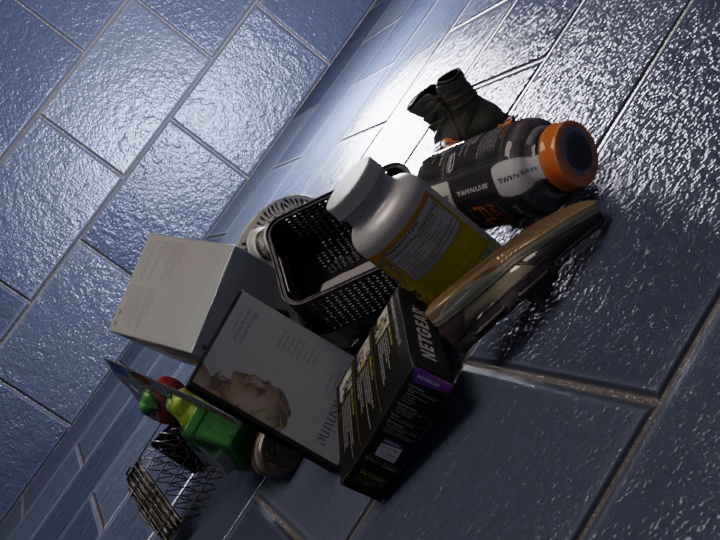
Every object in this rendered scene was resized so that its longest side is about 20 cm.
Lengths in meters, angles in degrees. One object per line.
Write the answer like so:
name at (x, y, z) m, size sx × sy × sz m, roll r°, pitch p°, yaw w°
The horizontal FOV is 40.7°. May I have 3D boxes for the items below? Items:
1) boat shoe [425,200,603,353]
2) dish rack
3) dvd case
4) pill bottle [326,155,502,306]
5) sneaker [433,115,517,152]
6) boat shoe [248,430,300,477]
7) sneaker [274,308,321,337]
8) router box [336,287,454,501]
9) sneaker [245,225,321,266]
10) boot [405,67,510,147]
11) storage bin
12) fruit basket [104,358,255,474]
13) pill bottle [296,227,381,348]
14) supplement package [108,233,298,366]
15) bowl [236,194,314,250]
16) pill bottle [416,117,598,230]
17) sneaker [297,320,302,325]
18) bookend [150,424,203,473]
boat shoe at (0.158, 0.005, 0.945) m, size 0.200 × 0.065 × 0.072 m, roll -35°, pitch 5°, yaw -6°
dish rack at (-0.263, 0.290, 1.431) m, size 0.153 × 0.055 × 0.200 m, roll 44°, pitch 108°, yaw 35°
dvd case at (-0.085, 0.127, 1.124) m, size 0.018 × 0.200 × 0.143 m, roll -48°, pitch 13°, yaw 52°
pill bottle at (0.062, -0.034, 1.047) m, size 0.104 × 0.200 × 0.104 m, roll -47°, pitch 16°, yaw 18°
sneaker at (0.168, -0.151, 1.258) m, size 0.112 × 0.078 × 0.200 m, roll -46°, pitch 27°, yaw 9°
boat shoe at (-0.096, 0.181, 1.276) m, size 0.072 × 0.076 × 0.200 m, roll -35°, pitch 22°, yaw 53°
sneaker at (-0.076, 0.123, 1.185) m, size 0.201 × 0.071 × 0.098 m, roll 51°, pitch 133°, yaw 37°
router box at (0.030, 0.123, 1.023) m, size 0.149 × 0.051 × 0.200 m, roll -60°, pitch 13°, yaw 18°
sneaker at (-0.055, -0.055, 1.363) m, size 0.115 × 0.076 × 0.200 m, roll -18°, pitch 1°, yaw 39°
boot at (0.114, -0.201, 1.391) m, size 0.200 × 0.131 × 0.068 m, roll -39°, pitch 20°, yaw 42°
storage bin at (-0.002, -0.026, 1.207) m, size 0.200 × 0.094 × 0.135 m, roll -25°, pitch 57°, yaw 9°
fruit basket at (-0.233, 0.194, 1.288) m, size 0.185 × 0.200 × 0.094 m, roll 81°, pitch -152°, yaw -61°
pill bottle at (0.000, 0.000, 1.317) m, size 0.200 × 0.112 × 0.112 m, roll -57°, pitch 16°, yaw -18°
supplement package at (-0.208, 0.053, 1.333) m, size 0.200 × 0.151 × 0.152 m, roll 8°, pitch 73°, yaw 44°
bowl at (-0.098, -0.014, 1.578) m, size 0.094 × 0.201 × 0.201 m, roll 35°, pitch 88°, yaw 42°
pill bottle at (0.162, -0.105, 1.065) m, size 0.200 × 0.106 × 0.106 m, roll -15°, pitch 40°, yaw 51°
sneaker at (-0.044, 0.054, 1.398) m, size 0.200 × 0.077 × 0.084 m, roll -50°, pitch 5°, yaw -18°
bookend at (-0.225, 0.192, 1.587) m, size 0.199 × 0.092 × 0.200 m, roll -44°, pitch 17°, yaw 31°
